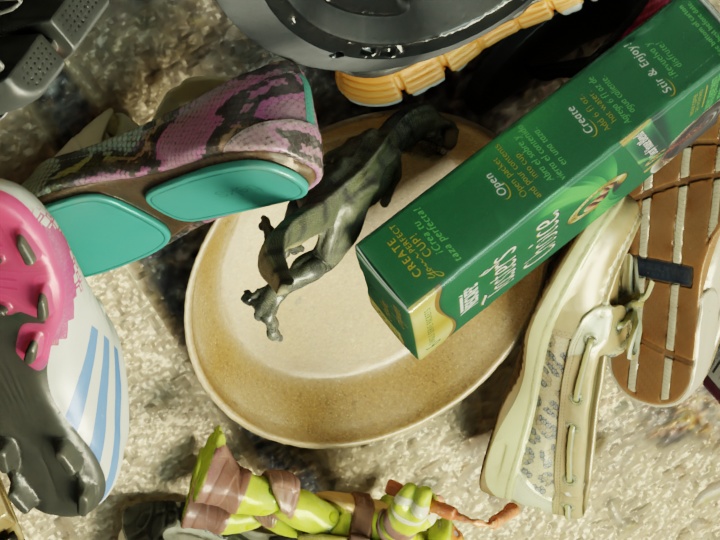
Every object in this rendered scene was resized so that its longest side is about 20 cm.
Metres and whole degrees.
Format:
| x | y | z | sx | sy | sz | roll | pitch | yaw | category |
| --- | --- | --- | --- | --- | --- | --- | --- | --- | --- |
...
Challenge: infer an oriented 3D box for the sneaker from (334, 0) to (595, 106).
| x | y | z | sx | sy | sz | roll | pitch | yaw | category |
| --- | --- | --- | --- | --- | --- | --- | --- | --- | --- |
| 0.065 | -0.157 | 1.003 | 0.200 | 0.078 | 0.077 | -33 | 121 | -3 | sneaker |

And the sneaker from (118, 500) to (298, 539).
| x | y | z | sx | sy | sz | roll | pitch | yaw | category |
| --- | --- | --- | --- | --- | --- | --- | --- | --- | --- |
| -0.066 | 0.192 | 1.181 | 0.200 | 0.077 | 0.089 | 25 | 121 | -29 | sneaker |

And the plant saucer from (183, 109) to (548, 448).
| x | y | z | sx | sy | sz | roll | pitch | yaw | category |
| --- | --- | --- | --- | --- | --- | --- | --- | --- | --- |
| 0.000 | 0.000 | 1.097 | 0.200 | 0.035 | 0.200 | -12 | 124 | -18 | plant saucer |

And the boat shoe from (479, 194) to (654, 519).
| x | y | z | sx | sy | sz | roll | pitch | yaw | category |
| --- | --- | --- | --- | --- | --- | --- | --- | --- | --- |
| 0.120 | 0.044 | 1.140 | 0.063 | 0.073 | 0.200 | 22 | 124 | 10 | boat shoe |

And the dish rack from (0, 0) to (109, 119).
| x | y | z | sx | sy | sz | roll | pitch | yaw | category |
| --- | --- | --- | --- | --- | --- | --- | --- | --- | --- |
| -0.164 | -0.174 | 0.857 | 0.200 | 0.055 | 0.154 | 52 | 52 | -32 | dish rack |

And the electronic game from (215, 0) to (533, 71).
| x | y | z | sx | sy | sz | roll | pitch | yaw | category |
| --- | --- | --- | --- | --- | --- | --- | --- | --- | --- |
| 0.024 | -0.166 | 0.902 | 0.200 | 0.042 | 0.200 | -16 | 138 | -15 | electronic game |

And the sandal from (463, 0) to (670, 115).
| x | y | z | sx | sy | sz | roll | pitch | yaw | category |
| --- | --- | --- | --- | --- | --- | --- | --- | --- | --- |
| 0.142 | -0.129 | 1.054 | 0.200 | 0.045 | 0.075 | -30 | 168 | -7 | sandal |

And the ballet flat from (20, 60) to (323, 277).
| x | y | z | sx | sy | sz | roll | pitch | yaw | category |
| --- | --- | --- | --- | --- | --- | --- | --- | --- | --- |
| -0.096 | -0.048 | 0.985 | 0.200 | 0.071 | 0.069 | -18 | 145 | 36 | ballet flat |

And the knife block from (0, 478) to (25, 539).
| x | y | z | sx | sy | sz | roll | pitch | yaw | category |
| --- | --- | --- | --- | --- | --- | --- | --- | --- | --- |
| -0.216 | 0.097 | 1.056 | 0.064 | 0.176 | 0.200 | -23 | 83 | -10 | knife block |

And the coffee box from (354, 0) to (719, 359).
| x | y | z | sx | sy | sz | roll | pitch | yaw | category |
| --- | --- | --- | --- | --- | --- | --- | --- | --- | --- |
| 0.089 | -0.042 | 1.020 | 0.200 | 0.044 | 0.123 | -38 | 168 | -6 | coffee box |

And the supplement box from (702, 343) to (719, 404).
| x | y | z | sx | sy | sz | roll | pitch | yaw | category |
| --- | --- | --- | --- | --- | --- | --- | --- | --- | --- |
| 0.295 | 0.084 | 1.183 | 0.131 | 0.200 | 0.103 | 21 | 111 | -33 | supplement box |

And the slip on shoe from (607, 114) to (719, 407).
| x | y | z | sx | sy | sz | roll | pitch | yaw | category |
| --- | --- | --- | --- | --- | --- | --- | --- | --- | --- |
| 0.180 | -0.024 | 1.153 | 0.061 | 0.076 | 0.200 | -35 | 134 | -55 | slip on shoe |

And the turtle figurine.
| x | y | z | sx | sy | sz | roll | pitch | yaw | category |
| --- | --- | --- | --- | --- | --- | --- | --- | --- | --- |
| -0.012 | 0.134 | 1.125 | 0.161 | 0.200 | 0.064 | 16 | 82 | -6 | turtle figurine |

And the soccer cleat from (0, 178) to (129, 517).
| x | y | z | sx | sy | sz | roll | pitch | yaw | category |
| --- | --- | --- | --- | --- | --- | --- | --- | --- | --- |
| -0.152 | 0.025 | 0.996 | 0.070 | 0.086 | 0.200 | 3 | 130 | 13 | soccer cleat |

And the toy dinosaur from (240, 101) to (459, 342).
| x | y | z | sx | sy | sz | roll | pitch | yaw | category |
| --- | --- | --- | --- | --- | --- | --- | --- | --- | --- |
| -0.020 | -0.020 | 0.984 | 0.047 | 0.200 | 0.088 | 42 | 127 | -1 | toy dinosaur |
